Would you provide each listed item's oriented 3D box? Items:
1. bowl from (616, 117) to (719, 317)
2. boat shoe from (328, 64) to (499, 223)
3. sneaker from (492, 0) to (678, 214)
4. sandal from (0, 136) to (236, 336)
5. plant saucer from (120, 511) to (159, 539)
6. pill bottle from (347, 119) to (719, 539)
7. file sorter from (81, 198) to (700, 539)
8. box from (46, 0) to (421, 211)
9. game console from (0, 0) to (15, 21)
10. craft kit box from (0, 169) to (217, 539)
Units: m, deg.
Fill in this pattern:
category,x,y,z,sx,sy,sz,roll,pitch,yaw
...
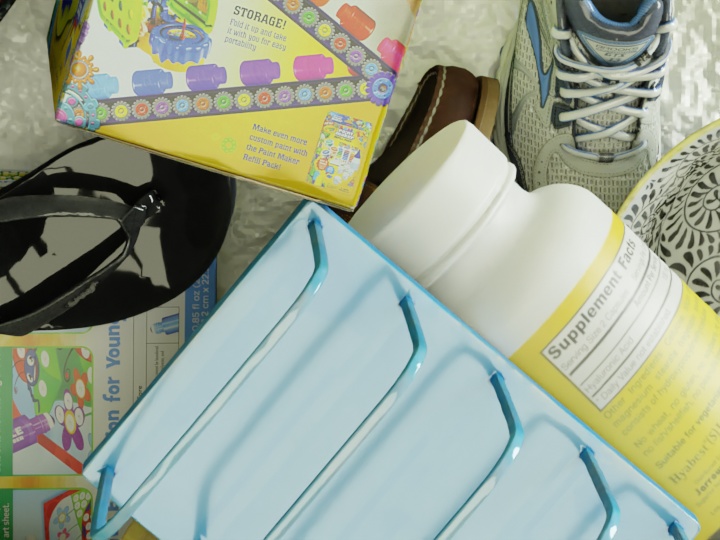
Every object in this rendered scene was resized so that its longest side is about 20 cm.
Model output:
category,x,y,z,sx,sy,sz,roll,pitch,yaw
bowl,0.196,0.009,1.283,0.199,0.094,0.202,0,108,1
boat shoe,0.000,0.000,1.257,0.070,0.070,0.201,21,78,-6
sneaker,0.098,-0.097,1.257,0.077,0.085,0.201,-5,104,-7
sandal,-0.145,-0.003,1.224,0.199,0.043,0.077,-17,104,-3
plant saucer,-0.015,0.156,1.178,0.200,0.048,0.200,39,59,-9
pill bottle,0.085,0.036,1.190,0.200,0.111,0.111,44,94,-10
file sorter,0.014,0.096,1.082,0.200,0.123,0.139,40,96,-8
box,-0.040,-0.149,1.167,0.121,0.200,0.194,16,100,-10
game console,-0.210,-0.117,1.194,0.199,0.119,0.173,25,69,21
craft kit box,-0.161,0.056,1.279,0.196,0.049,0.201,0,103,-10
